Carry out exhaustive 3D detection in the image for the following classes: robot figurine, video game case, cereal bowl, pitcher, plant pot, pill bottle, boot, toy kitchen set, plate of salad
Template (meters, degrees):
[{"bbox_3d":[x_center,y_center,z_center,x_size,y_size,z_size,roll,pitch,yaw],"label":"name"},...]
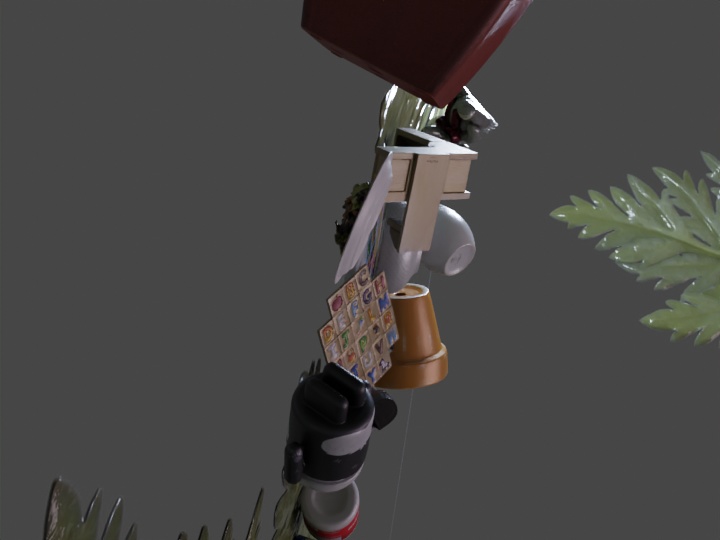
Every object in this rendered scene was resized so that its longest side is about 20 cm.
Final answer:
[{"bbox_3d":[-0.047,0.229,1.379,0.126,0.148,0.202,-110,-159,-46],"label":"robot figurine"},{"bbox_3d":[0.000,0.000,1.643,0.202,0.023,0.183,97,10,-46],"label":"video game case"},{"bbox_3d":[0.077,-0.049,1.813,0.200,0.082,0.203,12,90,-88],"label":"cereal bowl"},{"bbox_3d":[0.135,-0.065,1.945,0.120,0.200,0.173,-13,138,-36],"label":"pitcher"},{"bbox_3d":[0.051,-0.260,0.861,0.178,0.198,0.200,-62,175,8],"label":"plant pot"},{"bbox_3d":[0.087,0.132,2.037,0.200,0.197,0.186,-52,140,-72],"label":"plant pot"},{"bbox_3d":[-0.057,0.458,1.830,0.201,0.111,0.114,91,16,-64],"label":"pill bottle"},{"bbox_3d":[-0.039,0.254,1.666,0.187,0.069,0.200,-37,-167,-8],"label":"boot"},{"bbox_3d":[0.058,-0.139,1.603,0.198,0.180,0.166,-5,113,-40],"label":"toy kitchen set"},{"bbox_3d":[-0.004,-0.078,1.342,0.200,0.047,0.202,25,89,-87],"label":"plate of salad"}]

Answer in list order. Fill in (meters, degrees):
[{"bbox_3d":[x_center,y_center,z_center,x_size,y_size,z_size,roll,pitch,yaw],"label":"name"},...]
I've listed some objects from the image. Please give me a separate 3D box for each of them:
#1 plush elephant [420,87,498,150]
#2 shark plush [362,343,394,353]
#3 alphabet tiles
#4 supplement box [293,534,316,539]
[{"bbox_3d":[0.204,-0.323,2.136,0.154,0.166,0.199,-40,145,16],"label":"plush elephant"},{"bbox_3d":[-0.018,0.159,1.603,0.090,0.083,0.202,-13,135,-41],"label":"shark plush"},{"bbox_3d":[0.000,0.100,1.492,0.166,0.006,0.202,-41,130,-37],"label":"alphabet tiles"},{"bbox_3d":[-0.058,0.606,1.792,0.200,0.197,0.136,52,54,-82],"label":"supplement box"}]
